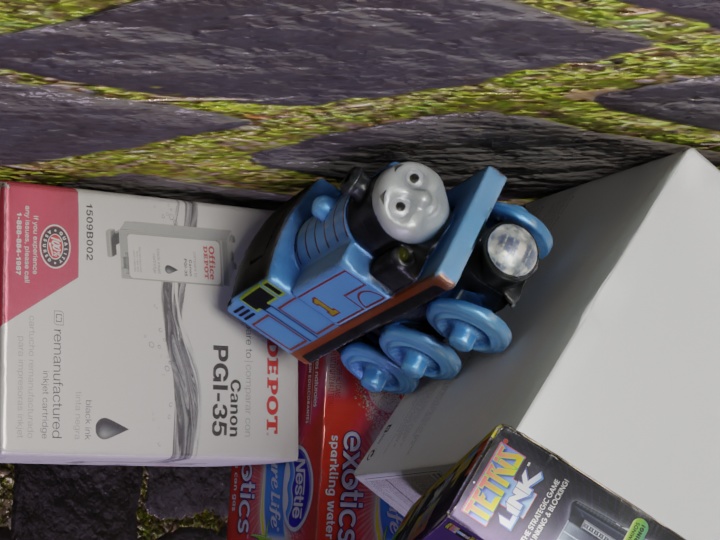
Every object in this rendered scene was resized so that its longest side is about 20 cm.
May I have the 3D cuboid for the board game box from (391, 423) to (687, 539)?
[{"bbox_3d":[0.099,0.159,1.179,0.165,0.057,0.200,32,160,0],"label":"board game box"}]

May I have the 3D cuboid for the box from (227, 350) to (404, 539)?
[{"bbox_3d":[-0.011,0.125,1.436,0.099,0.202,0.095,7,175,-36],"label":"box"}]

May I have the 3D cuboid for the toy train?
[{"bbox_3d":[0.015,0.000,1.281,0.114,0.087,0.200,32,156,-14],"label":"toy train"}]

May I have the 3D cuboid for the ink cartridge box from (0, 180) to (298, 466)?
[{"bbox_3d":[-0.132,0.033,1.361,0.199,0.148,0.083,5,172,-39],"label":"ink cartridge box"}]

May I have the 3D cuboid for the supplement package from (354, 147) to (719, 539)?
[{"bbox_3d":[0.133,0.067,1.285,0.147,0.192,0.200,38,162,-13],"label":"supplement package"}]
